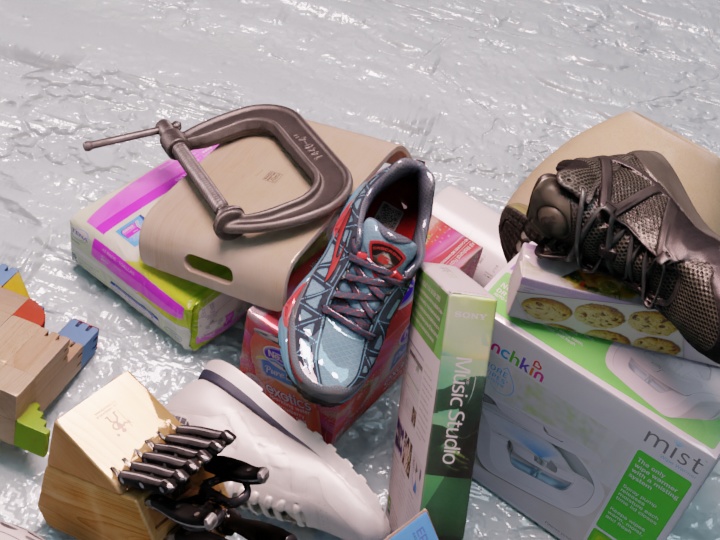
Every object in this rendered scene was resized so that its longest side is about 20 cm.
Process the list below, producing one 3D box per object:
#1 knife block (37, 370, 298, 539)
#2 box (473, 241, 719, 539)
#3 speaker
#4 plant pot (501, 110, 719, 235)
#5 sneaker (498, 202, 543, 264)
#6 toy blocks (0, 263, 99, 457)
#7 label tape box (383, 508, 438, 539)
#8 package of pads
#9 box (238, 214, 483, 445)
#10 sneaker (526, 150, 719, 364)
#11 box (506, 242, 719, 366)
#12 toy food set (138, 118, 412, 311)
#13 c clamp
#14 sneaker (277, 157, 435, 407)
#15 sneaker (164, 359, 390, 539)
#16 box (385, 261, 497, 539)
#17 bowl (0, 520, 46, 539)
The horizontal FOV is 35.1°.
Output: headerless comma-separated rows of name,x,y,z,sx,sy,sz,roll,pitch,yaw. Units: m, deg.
knife block,-0.127,0.163,0.750,0.176,0.200,0.064,44,52,12
box,0.169,0.107,0.859,0.200,0.177,0.097,34,49,19
speaker,0.140,0.006,1.015,0.200,0.081,0.081,33,49,19
plant pot,0.244,-0.060,1.000,0.200,0.135,0.200,26,16,-8
sneaker,0.200,0.004,0.895,0.200,0.077,0.089,36,53,12
toy blocks,-0.298,0.049,0.887,0.200,0.100,0.137,21,35,7
label tape box,-0.022,0.257,0.702,0.200,0.144,0.063,-31,16,-33
package of pads,-0.129,-0.034,1.004,0.154,0.068,0.200,35,50,21
box,0.002,0.036,0.947,0.103,0.095,0.200,35,50,18
sneaker,0.175,-0.009,0.740,0.114,0.076,0.200,-3,42,-16
box,0.202,0.028,0.790,0.200,0.041,0.039,14,43,-2
toy food set,-0.067,-0.054,0.942,0.143,0.060,0.200,19,50,27
c clamp,-0.107,-0.080,0.918,0.171,0.027,0.200,-24,43,-22
sneaker,0.000,0.000,0.825,0.079,0.096,0.200,23,67,-8
sneaker,-0.066,0.153,0.850,0.200,0.076,0.081,33,60,24
box,0.053,0.102,0.792,0.036,0.200,0.144,5,8,-6
bowl,-0.255,0.227,0.714,0.200,0.094,0.201,6,46,-6
